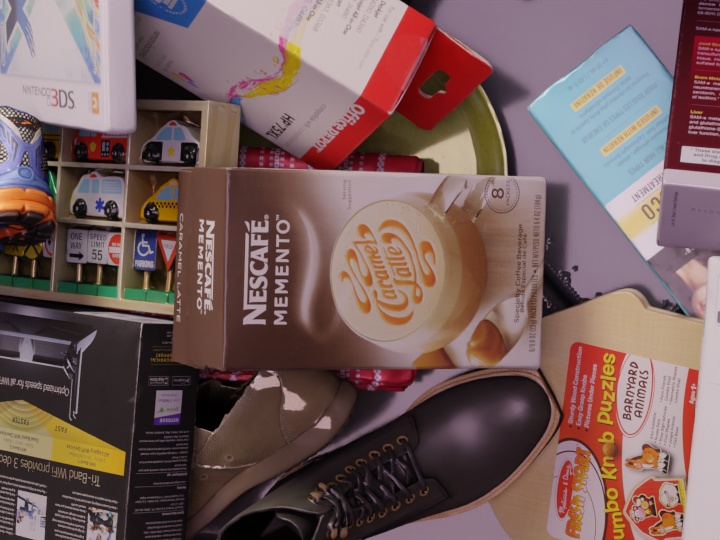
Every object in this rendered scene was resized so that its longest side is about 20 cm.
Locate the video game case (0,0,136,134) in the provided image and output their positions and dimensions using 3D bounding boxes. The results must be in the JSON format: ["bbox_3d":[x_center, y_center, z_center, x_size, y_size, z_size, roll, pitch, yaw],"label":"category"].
[{"bbox_3d":[-0.174,-0.183,1.250,0.022,0.182,0.201,-4,99,-28],"label":"video game case"}]

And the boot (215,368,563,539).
[{"bbox_3d":[0.017,0.126,1.271,0.200,0.138,0.078,-32,85,17],"label":"boot"}]

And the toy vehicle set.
[{"bbox_3d":[-0.153,-0.041,1.312,0.200,0.026,0.125,5,92,43],"label":"toy vehicle set"}]

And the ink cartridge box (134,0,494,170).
[{"bbox_3d":[-0.037,-0.126,1.240,0.200,0.116,0.067,31,67,-8],"label":"ink cartridge box"}]

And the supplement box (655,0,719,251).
[{"bbox_3d":[0.231,-0.103,1.228,0.109,0.061,0.200,7,55,9],"label":"supplement box"}]

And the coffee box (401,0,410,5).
[{"bbox_3d":[-0.059,-0.222,1.302,0.200,0.113,0.080,21,95,8],"label":"coffee box"}]

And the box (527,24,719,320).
[{"bbox_3d":[0.192,-0.043,1.295,0.082,0.049,0.200,-39,85,8],"label":"box"}]

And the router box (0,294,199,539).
[{"bbox_3d":[-0.186,0.099,1.313,0.200,0.052,0.158,7,93,42],"label":"router box"}]

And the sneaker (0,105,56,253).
[{"bbox_3d":[-0.238,-0.051,1.320,0.200,0.075,0.079,-9,72,52],"label":"sneaker"}]

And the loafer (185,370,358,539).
[{"bbox_3d":[-0.090,0.106,1.315,0.200,0.076,0.067,-35,101,23],"label":"loafer"}]

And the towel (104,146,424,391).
[{"bbox_3d":[-0.060,-0.003,1.322,0.199,0.022,0.145,3,91,9],"label":"towel"}]

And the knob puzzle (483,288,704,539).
[{"bbox_3d":[0.152,0.105,1.303,0.219,0.030,0.220,6,104,26],"label":"knob puzzle"}]

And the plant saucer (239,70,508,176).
[{"bbox_3d":[-0.007,-0.057,1.338,0.199,0.031,0.201,0,92,9],"label":"plant saucer"}]

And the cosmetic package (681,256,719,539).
[{"bbox_3d":[0.291,0.102,1.194,0.123,0.199,0.201,11,96,53],"label":"cosmetic package"}]

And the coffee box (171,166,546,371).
[{"bbox_3d":[0.000,0.000,1.235,0.199,0.080,0.115,0,93,-25],"label":"coffee box"}]
